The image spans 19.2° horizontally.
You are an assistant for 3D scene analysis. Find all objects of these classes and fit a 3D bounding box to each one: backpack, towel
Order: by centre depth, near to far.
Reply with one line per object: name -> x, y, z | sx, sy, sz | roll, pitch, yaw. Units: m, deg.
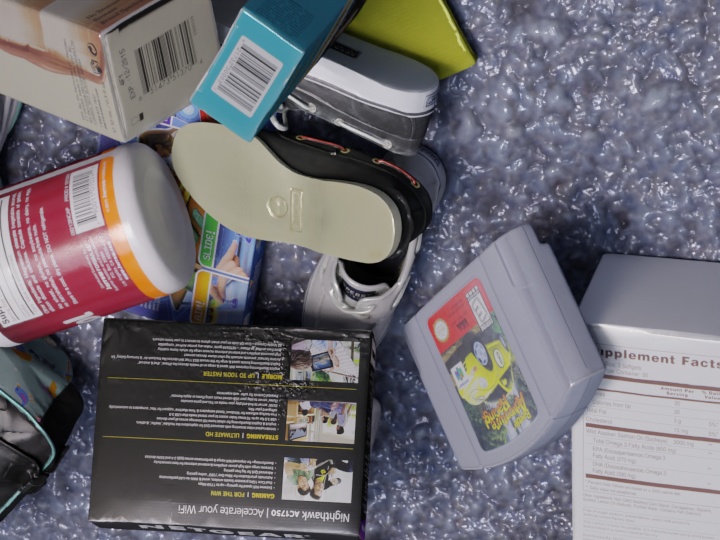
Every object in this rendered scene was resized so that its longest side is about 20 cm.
towel -> 0.002, -0.217, 1.479 | 0.086, 0.018, 0.201 | -20, 109, 31
backpack -> -0.335, 0.098, 1.660 | 0.200, 0.154, 0.176 | 38, 119, -14

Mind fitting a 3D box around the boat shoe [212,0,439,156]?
boat shoe -> -0.041, -0.138, 1.495 | 0.198, 0.074, 0.068 | 21, 122, 10

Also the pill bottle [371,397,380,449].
pill bottle -> -0.093, 0.119, 1.618 | 0.199, 0.111, 0.112 | 19, 120, 8

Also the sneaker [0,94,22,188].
sneaker -> -0.317, -0.068, 1.579 | 0.077, 0.140, 0.201 | 19, 119, 7

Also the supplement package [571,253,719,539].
supplement package -> 0.217, 0.105, 1.510 | 0.116, 0.117, 0.202 | 6, 116, 17

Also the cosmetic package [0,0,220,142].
cosmetic package -> -0.200, -0.170, 1.464 | 0.199, 0.103, 0.088 | 21, 134, 38

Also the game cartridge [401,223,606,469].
game cartridge -> 0.099, 0.065, 1.498 | 0.134, 0.041, 0.200 | 63, 151, 11

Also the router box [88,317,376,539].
router box -> -0.092, 0.115, 1.534 | 0.198, 0.051, 0.150 | 3, 78, 4

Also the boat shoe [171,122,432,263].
boat shoe -> -0.044, -0.059, 1.498 | 0.200, 0.063, 0.074 | 20, 115, 27

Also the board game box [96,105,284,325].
board game box -> -0.134, -0.055, 1.589 | 0.134, 0.034, 0.201 | 16, 118, 9

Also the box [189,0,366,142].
box -> -0.039, -0.167, 1.391 | 0.049, 0.200, 0.082 | 35, 126, 0

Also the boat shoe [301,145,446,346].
boat shoe -> 0.000, 0.000, 1.556 | 0.073, 0.065, 0.201 | 23, 120, 5

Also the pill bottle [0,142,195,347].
pill bottle -> -0.229, -0.011, 1.540 | 0.199, 0.113, 0.114 | -18, 109, 15
